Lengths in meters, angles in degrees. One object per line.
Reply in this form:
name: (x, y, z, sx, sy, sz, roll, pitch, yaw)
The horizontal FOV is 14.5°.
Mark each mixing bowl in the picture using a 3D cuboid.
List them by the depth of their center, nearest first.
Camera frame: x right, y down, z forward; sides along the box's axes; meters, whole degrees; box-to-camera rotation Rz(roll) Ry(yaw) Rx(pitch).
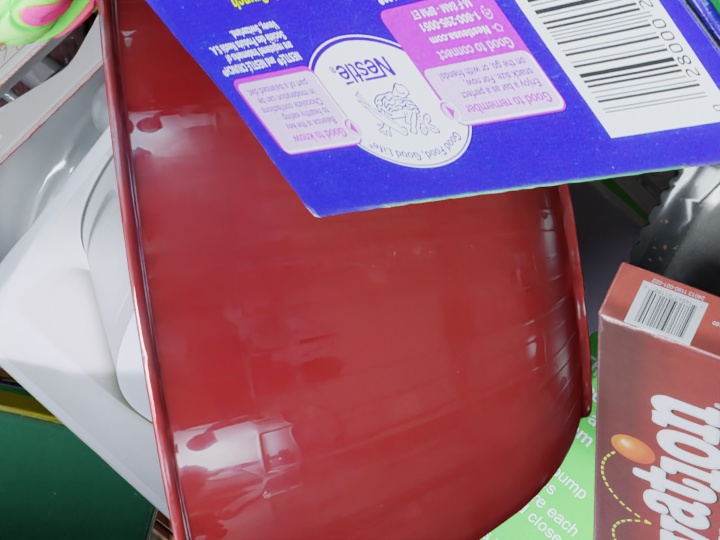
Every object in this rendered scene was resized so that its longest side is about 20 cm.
mixing bowl: (0.000, 0.000, 0.738, 0.200, 0.108, 0.200, 172, 90, -90)

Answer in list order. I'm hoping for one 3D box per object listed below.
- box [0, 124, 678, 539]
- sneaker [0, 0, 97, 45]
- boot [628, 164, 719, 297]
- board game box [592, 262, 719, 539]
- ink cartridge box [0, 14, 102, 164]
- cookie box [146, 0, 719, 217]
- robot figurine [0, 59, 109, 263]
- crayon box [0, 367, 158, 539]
box: (0.013, 0.010, 0.876, 0.200, 0.097, 0.176, 43, 112, 4)
sneaker: (-0.073, -0.160, 0.766, 0.084, 0.200, 0.077, 30, -174, 5)
boot: (0.151, -0.008, 0.715, 0.132, 0.070, 0.200, 38, 126, 18)
board game box: (0.112, 0.073, 0.755, 0.103, 0.019, 0.200, 21, 152, 17)
ink cartridge box: (-0.141, -0.069, 0.965, 0.176, 0.200, 0.045, 20, 146, 41)
cookie box: (0.076, -0.106, 0.612, 0.075, 0.200, 0.171, 53, 153, -18)
robot figurine: (-0.053, -0.010, 1.020, 0.200, 0.113, 0.170, 34, 159, 21)
crayon box: (-0.171, 0.044, 0.975, 0.172, 0.058, 0.200, 13, -173, -17)
